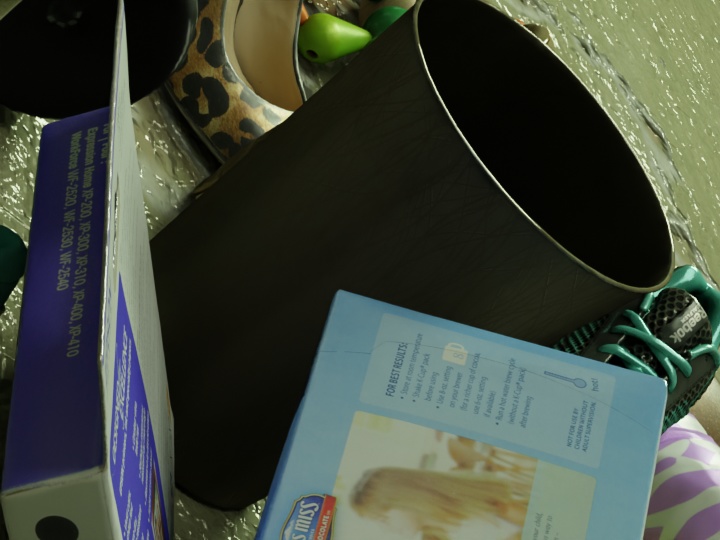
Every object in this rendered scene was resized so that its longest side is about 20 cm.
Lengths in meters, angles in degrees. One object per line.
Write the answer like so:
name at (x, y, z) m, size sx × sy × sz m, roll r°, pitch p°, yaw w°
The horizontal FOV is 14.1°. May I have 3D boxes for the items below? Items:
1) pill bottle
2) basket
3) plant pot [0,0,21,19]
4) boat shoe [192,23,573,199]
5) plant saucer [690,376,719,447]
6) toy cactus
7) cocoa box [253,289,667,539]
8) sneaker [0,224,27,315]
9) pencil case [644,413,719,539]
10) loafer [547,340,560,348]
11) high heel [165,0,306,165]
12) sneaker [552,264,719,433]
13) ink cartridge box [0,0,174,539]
pill bottle at (-0.127, -0.165, 1.263) m, size 0.112 × 0.112 × 0.200 m, roll 41°, pitch 26°, yaw -31°
basket at (0.000, 0.000, 1.176) m, size 0.180 × 0.200 × 0.136 m, roll 21°, pitch 41°, yaw -53°
plant pot at (-0.181, -0.190, 1.101) m, size 0.200 × 0.200 × 0.184 m, roll 36°, pitch 37°, yaw -40°
boat shoe at (0.011, -0.046, 1.284) m, size 0.068 × 0.199 × 0.072 m, roll 62°, pitch 37°, yaw -14°
plant saucer at (0.148, 0.073, 1.458) m, size 0.201 × 0.037 × 0.201 m, roll 53°, pitch -13°, yaw 17°
toy cactus at (0.022, -0.140, 1.578) m, size 0.200 × 0.102 × 0.165 m, roll 44°, pitch 14°, yaw -7°
cocoa box at (0.021, 0.130, 1.022) m, size 0.133 × 0.132 × 0.200 m, roll 15°, pitch 43°, yaw 1°
sneaker at (-0.193, -0.058, 1.023) m, size 0.200 × 0.080 × 0.078 m, roll 52°, pitch 23°, yaw -8°
pencil case at (0.154, 0.148, 1.270) m, size 0.085 × 0.084 × 0.200 m, roll -7°, pitch 44°, yaw -29°
loafer at (0.055, 0.021, 1.341) m, size 0.199 × 0.072 × 0.063 m, roll 14°, pitch 23°, yaw 3°
high heel at (-0.030, -0.131, 1.370) m, size 0.071 × 0.142 × 0.201 m, roll 6°, pitch 53°, yaw -62°
sneaker at (0.103, 0.044, 1.194) m, size 0.078 × 0.091 × 0.200 m, roll 42°, pitch 22°, yaw 3°
ink cartridge box at (-0.093, 0.042, 1.001) m, size 0.199 × 0.043 × 0.201 m, roll -93°, pitch 180°, yaw -51°
